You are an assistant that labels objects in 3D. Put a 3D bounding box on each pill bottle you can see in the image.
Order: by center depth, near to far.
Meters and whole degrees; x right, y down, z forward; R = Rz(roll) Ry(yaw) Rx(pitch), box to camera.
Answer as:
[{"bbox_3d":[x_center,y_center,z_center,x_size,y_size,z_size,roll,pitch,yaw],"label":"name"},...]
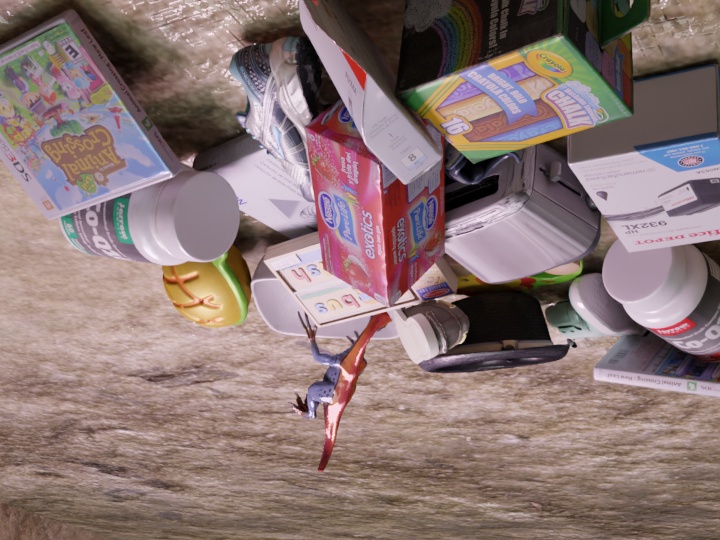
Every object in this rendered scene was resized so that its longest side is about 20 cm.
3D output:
[{"bbox_3d":[-0.234,-0.065,1.158,0.199,0.114,0.113,6,161,40],"label":"pill bottle"},{"bbox_3d":[0.388,0.029,1.274,0.113,0.115,0.199,-19,146,42],"label":"pill bottle"}]

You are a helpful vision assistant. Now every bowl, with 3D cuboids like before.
[{"bbox_3d":[-0.037,0.023,1.402,0.198,0.075,0.200,2,154,8],"label":"bowl"}]

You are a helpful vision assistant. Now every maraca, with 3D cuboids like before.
[{"bbox_3d":[-0.201,-0.003,1.347,0.137,0.107,0.201,27,148,25],"label":"maraca"}]

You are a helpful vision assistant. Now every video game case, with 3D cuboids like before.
[{"bbox_3d":[-0.301,-0.147,1.050,0.199,0.022,0.183,-13,121,35],"label":"video game case"},{"bbox_3d":[0.423,0.114,1.378,0.181,0.022,0.200,5,-163,29],"label":"video game case"}]

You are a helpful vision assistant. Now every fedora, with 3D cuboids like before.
[{"bbox_3d":[0.171,0.080,1.378,0.199,0.092,0.201,-5,169,-1],"label":"fedora"}]

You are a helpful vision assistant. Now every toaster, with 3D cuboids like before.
[{"bbox_3d":[0.153,-0.065,1.131,0.129,0.114,0.199,32,147,-33],"label":"toaster"}]

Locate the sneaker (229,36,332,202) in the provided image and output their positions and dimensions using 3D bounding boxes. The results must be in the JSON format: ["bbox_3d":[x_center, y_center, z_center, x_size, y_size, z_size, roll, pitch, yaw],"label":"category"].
[{"bbox_3d":[-0.073,-0.148,1.043,0.086,0.078,0.201,3,139,16],"label":"sneaker"}]

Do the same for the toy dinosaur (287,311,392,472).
[{"bbox_3d":[-0.010,0.136,1.386,0.105,0.201,0.181,-10,162,-41],"label":"toy dinosaur"}]

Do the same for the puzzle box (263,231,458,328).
[{"bbox_3d":[0.000,0.000,1.251,0.199,0.026,0.133,-16,130,29],"label":"puzzle box"}]

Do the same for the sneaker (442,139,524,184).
[{"bbox_3d":[0.087,-0.123,1.056,0.074,0.081,0.199,26,148,-36],"label":"sneaker"}]

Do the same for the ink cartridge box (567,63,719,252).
[{"bbox_3d":[0.307,-0.104,1.046,0.144,0.084,0.200,-9,152,29],"label":"ink cartridge box"}]

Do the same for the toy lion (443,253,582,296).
[{"bbox_3d":[0.180,-0.006,1.319,0.198,0.069,0.192,-1,161,14],"label":"toy lion"}]

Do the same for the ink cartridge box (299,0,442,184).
[{"bbox_3d":[-0.021,-0.180,0.869,0.047,0.161,0.200,-36,141,14],"label":"ink cartridge box"}]

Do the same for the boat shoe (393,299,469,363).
[{"bbox_3d":[0.085,0.071,1.291,0.060,0.073,0.202,-24,-179,-8],"label":"boat shoe"}]

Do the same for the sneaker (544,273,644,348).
[{"bbox_3d":[0.287,0.058,1.382,0.118,0.074,0.200,-10,161,31],"label":"sneaker"}]

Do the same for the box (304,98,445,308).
[{"bbox_3d":[0.019,-0.075,1.038,0.095,0.100,0.201,30,146,29],"label":"box"}]

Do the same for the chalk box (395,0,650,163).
[{"bbox_3d":[0.146,-0.190,0.853,0.199,0.126,0.124,-12,150,36],"label":"chalk box"}]

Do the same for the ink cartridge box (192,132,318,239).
[{"bbox_3d":[-0.055,-0.099,1.186,0.199,0.041,0.199,-17,146,39],"label":"ink cartridge box"}]
